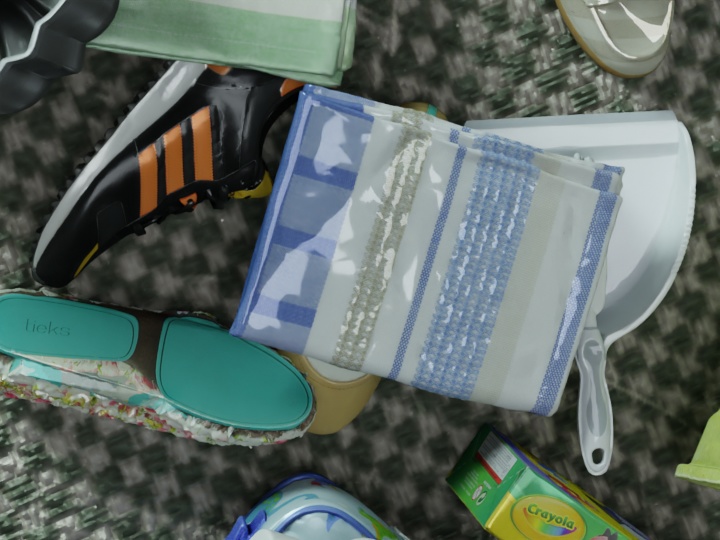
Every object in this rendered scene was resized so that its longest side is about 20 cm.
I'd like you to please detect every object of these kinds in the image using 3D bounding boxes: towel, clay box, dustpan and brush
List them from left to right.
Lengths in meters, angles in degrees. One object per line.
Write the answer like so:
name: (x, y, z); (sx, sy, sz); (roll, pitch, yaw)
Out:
towel: (-0.069, -0.206, 1.173); (0.151, 0.023, 0.201); (8, 79, -8)
towel: (0.040, -0.009, 1.188); (0.199, 0.024, 0.148); (14, 95, -18)
dustpan and brush: (0.128, 0.014, 1.247); (0.139, 0.057, 0.201); (-4, 100, -8)
clay box: (0.148, 0.170, 1.247); (0.199, 0.115, 0.048); (35, 92, -12)

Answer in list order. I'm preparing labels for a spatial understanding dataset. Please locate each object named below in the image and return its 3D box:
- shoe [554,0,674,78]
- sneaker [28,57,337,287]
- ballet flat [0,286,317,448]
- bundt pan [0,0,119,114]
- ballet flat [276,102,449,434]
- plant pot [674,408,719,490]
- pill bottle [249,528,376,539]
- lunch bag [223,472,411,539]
shoe: (0.134, -0.204, 1.217); (0.069, 0.053, 0.201); (-16, 101, -5)
sneaker: (-0.096, -0.055, 1.195); (0.090, 0.070, 0.200); (40, 90, -3)
ballet flat: (-0.123, 0.057, 1.219); (0.199, 0.064, 0.076); (17, 60, -7)
bundt pan: (-0.200, -0.166, 1.128); (0.201, 0.076, 0.203); (-7, 75, 26)
ballet flat: (0.000, 0.000, 1.225); (0.068, 0.063, 0.201); (18, 96, -4)
plant pot: (0.293, 0.049, 1.224); (0.199, 0.200, 0.185); (13, 86, -10)
pill bottle: (0.025, 0.208, 1.154); (0.199, 0.111, 0.112); (22, 95, -15)
lunch bag: (-0.042, 0.227, 1.245); (0.161, 0.082, 0.200); (40, 92, -14)
